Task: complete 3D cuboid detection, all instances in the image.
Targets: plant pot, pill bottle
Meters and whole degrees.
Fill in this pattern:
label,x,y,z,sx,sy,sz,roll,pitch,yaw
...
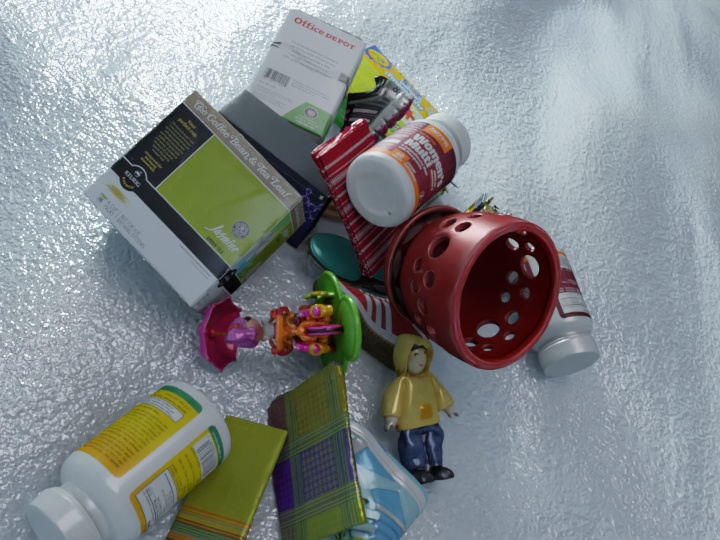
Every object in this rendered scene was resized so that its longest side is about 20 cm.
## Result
label,x,y,z,sx,sy,sz,roll,pitch,yaw
plant pot,0.143,0.015,0.992,0.199,0.182,0.202,-10,108,-33
pill bottle,-0.246,0.219,0.776,0.113,0.113,0.200,46,47,6
pill bottle,0.325,0.069,1.223,0.113,0.114,0.201,4,56,-28
pill bottle,0.076,-0.152,1.042,0.110,0.110,0.200,44,47,5

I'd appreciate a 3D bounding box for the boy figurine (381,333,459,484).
label,x,y,z,sx,sy,sz,roll,pitch,yaw
boy figurine,0.084,0.187,0.995,0.123,0.064,0.202,3,76,-30

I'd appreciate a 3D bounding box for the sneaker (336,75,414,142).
label,x,y,z,sx,sy,sz,roll,pitch,yaw
sneaker,-0.006,-0.254,1.230,0.088,0.200,0.074,49,5,7

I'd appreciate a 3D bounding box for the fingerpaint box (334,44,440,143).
label,x,y,z,sx,sy,sz,roll,pitch,yaw
fingerpaint box,0.030,-0.307,1.344,0.200,0.073,0.167,47,48,7

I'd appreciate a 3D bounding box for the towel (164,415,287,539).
label,x,y,z,sx,sy,sz,roll,pitch,yaw
towel,-0.157,0.264,0.840,0.085,0.018,0.201,14,48,9

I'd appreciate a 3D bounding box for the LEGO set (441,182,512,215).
label,x,y,z,sx,sy,sz,roll,pitch,yaw
LEGO set,0.167,-0.084,1.224,0.200,0.116,0.154,40,43,-6

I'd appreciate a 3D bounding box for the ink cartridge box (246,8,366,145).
label,x,y,z,sx,sy,sz,roll,pitch,yaw
ink cartridge box,-0.095,-0.316,1.213,0.145,0.084,0.201,25,70,-2

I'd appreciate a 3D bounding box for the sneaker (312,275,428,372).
label,x,y,z,sx,sy,sz,roll,pitch,yaw
sneaker,0.025,0.055,1.083,0.200,0.071,0.113,42,50,-8

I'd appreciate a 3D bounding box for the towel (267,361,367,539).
label,x,y,z,sx,sy,sz,roll,pitch,yaw
towel,-0.056,0.222,0.870,0.023,0.143,0.201,21,46,-41

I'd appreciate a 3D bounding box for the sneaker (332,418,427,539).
label,x,y,z,sx,sy,sz,roll,pitch,yaw
sneaker,-0.017,0.272,0.897,0.200,0.080,0.131,40,46,1

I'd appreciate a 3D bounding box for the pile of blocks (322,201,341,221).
label,x,y,z,sx,sy,sz,roll,pitch,yaw
pile of blocks,-0.093,-0.157,1.171,0.199,0.062,0.082,32,47,-6

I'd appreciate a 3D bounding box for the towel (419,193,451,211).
label,x,y,z,sx,sy,sz,roll,pitch,yaw
towel,0.075,-0.080,1.157,0.031,0.149,0.201,-14,65,-49

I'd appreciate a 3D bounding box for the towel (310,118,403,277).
label,x,y,z,sx,sy,sz,roll,pitch,yaw
towel,0.005,-0.109,1.062,0.145,0.022,0.201,-46,120,-46

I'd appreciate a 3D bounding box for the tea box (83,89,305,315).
label,x,y,z,sx,sy,sz,roll,pitch,yaw
tea box,-0.207,-0.083,0.947,0.197,0.134,0.200,-44,85,-8

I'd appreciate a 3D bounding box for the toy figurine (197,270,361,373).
label,x,y,z,sx,sy,sz,roll,pitch,yaw
toy figurine,-0.114,0.082,0.925,0.182,0.200,0.152,-4,90,-19

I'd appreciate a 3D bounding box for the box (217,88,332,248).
label,x,y,z,sx,sy,sz,roll,pitch,yaw
box,-0.135,-0.150,1.087,0.199,0.141,0.079,37,46,-1

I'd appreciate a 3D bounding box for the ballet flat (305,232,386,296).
label,x,y,z,sx,sy,sz,roll,pitch,yaw
ballet flat,0.000,0.000,1.110,0.199,0.072,0.073,19,50,-18
